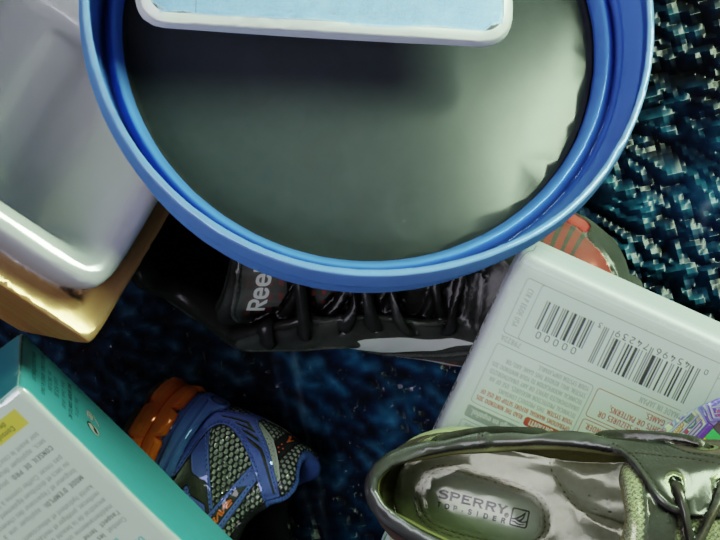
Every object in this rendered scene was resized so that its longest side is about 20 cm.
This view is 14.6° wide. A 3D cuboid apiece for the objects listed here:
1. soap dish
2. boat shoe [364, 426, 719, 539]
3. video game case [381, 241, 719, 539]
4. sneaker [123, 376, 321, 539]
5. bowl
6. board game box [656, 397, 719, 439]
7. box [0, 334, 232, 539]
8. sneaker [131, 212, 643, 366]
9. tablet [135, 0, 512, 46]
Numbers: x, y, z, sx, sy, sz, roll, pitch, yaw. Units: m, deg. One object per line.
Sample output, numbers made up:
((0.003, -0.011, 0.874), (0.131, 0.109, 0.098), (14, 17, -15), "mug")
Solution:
((-0.150, -0.082, 1.003), (0.200, 0.157, 0.081), (33, 149, -10), "soap dish")
((0.096, 0.089, 0.940), (0.201, 0.066, 0.072), (7, 90, 18), "boat shoe")
((0.113, 0.107, 1.011), (0.200, 0.022, 0.182), (24, 111, 0), "video game case")
((-0.061, 0.145, 1.105), (0.078, 0.075, 0.200), (11, 107, 19), "sneaker")
((0.002, -0.086, 0.979), (0.201, 0.039, 0.201), (2, 72, -7), "bowl")
((0.167, 0.137, 0.979), (0.158, 0.039, 0.200), (0, 110, 9), "board game box")
((-0.087, 0.122, 1.034), (0.082, 0.049, 0.200), (-39, 111, 11), "box")
((0.000, 0.000, 1.030), (0.200, 0.098, 0.071), (12, 104, 21), "sneaker")
((-0.010, -0.177, 0.968), (0.130, 0.014, 0.200), (3, 79, -8), "tablet")
